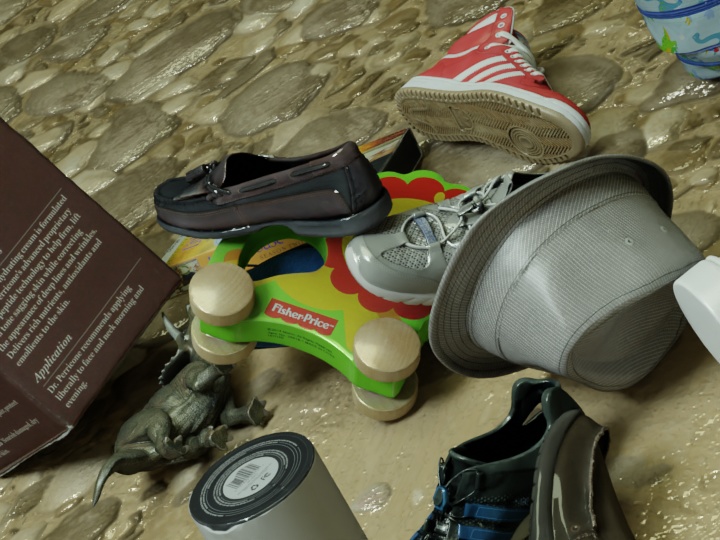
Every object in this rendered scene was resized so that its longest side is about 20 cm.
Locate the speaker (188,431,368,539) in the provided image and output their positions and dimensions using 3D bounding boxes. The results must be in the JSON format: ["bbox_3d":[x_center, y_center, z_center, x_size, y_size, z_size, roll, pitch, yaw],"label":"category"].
[{"bbox_3d":[-0.018,0.193,1.280,0.081,0.200,0.081,-23,26,12],"label":"speaker"}]

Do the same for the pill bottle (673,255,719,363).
[{"bbox_3d":[0.295,-0.018,1.376,0.200,0.111,0.111,-36,30,-5],"label":"pill bottle"}]

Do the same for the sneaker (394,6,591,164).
[{"bbox_3d":[0.127,-0.148,1.764,0.112,0.071,0.200,-44,36,-24],"label":"sneaker"}]

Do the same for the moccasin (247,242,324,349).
[{"bbox_3d":[-0.014,0.010,1.676,0.199,0.081,0.068,-20,0,-12],"label":"moccasin"}]

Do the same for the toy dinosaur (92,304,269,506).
[{"bbox_3d":[-0.135,0.112,1.653,0.102,0.077,0.200,-15,37,52],"label":"toy dinosaur"}]

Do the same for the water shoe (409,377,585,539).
[{"bbox_3d":[0.062,0.148,1.388,0.200,0.079,0.071,-46,32,-20],"label":"water shoe"}]

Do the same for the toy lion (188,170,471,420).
[{"bbox_3d":[0.000,0.000,1.600,0.199,0.069,0.192,18,54,13],"label":"toy lion"}]

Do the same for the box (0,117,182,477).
[{"bbox_3d":[-0.281,0.022,1.730,0.166,0.200,0.164,-55,13,-32],"label":"box"}]

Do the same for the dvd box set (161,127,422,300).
[{"bbox_3d":[-0.057,-0.047,1.796,0.199,0.029,0.146,-20,16,22],"label":"dvd box set"}]

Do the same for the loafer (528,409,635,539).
[{"bbox_3d":[0.133,0.171,1.309,0.071,0.073,0.200,4,52,9],"label":"loafer"}]

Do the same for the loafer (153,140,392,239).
[{"bbox_3d":[-0.068,-0.063,1.573,0.199,0.063,0.072,2,34,36],"label":"loafer"}]

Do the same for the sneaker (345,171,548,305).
[{"bbox_3d":[0.081,-0.037,1.551,0.199,0.082,0.075,-15,54,-24],"label":"sneaker"}]

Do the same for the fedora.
[{"bbox_3d":[0.148,0.017,1.433,0.200,0.177,0.090,-11,43,-44],"label":"fedora"}]

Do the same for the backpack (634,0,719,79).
[{"bbox_3d":[0.282,-0.237,1.696,0.163,0.154,0.200,-10,15,30],"label":"backpack"}]
